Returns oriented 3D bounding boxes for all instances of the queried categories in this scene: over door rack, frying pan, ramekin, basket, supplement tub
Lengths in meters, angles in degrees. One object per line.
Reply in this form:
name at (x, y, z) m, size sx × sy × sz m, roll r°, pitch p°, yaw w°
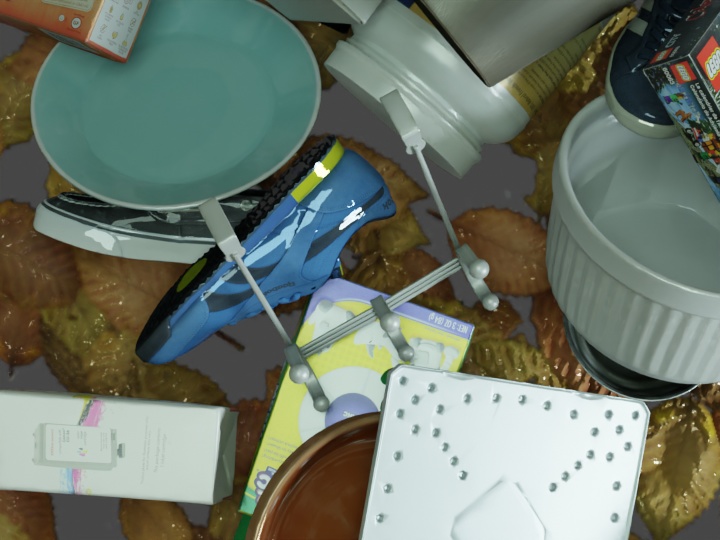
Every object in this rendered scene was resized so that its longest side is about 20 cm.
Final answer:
over door rack at (0.000, 0.000, 1.581) m, size 0.147 × 0.200 × 0.067 m, roll -30°, pitch 49°, yaw -2°
frying pan at (0.222, 0.016, 1.690) m, size 0.189 × 0.031 × 0.115 m, roll -32°, pitch 79°, yaw -18°
ramekin at (0.214, -0.019, 1.618) m, size 0.199 × 0.105 × 0.201 m, roll 7°, pitch 46°, yaw -7°
basket at (0.120, -0.218, 1.518) m, size 0.200 × 0.136 × 0.181 m, roll -41°, pitch 93°, yaw 3°
supplement tub at (0.083, -0.176, 1.652) m, size 0.144 × 0.144 × 0.200 m, roll 39°, pitch 89°, yaw 4°

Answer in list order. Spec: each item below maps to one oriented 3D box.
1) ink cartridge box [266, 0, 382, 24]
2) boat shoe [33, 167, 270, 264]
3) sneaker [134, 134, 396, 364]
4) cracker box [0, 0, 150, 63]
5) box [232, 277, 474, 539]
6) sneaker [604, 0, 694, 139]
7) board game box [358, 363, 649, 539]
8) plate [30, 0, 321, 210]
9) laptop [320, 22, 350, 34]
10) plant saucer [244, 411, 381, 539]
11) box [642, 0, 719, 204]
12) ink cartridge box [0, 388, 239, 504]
ink cartridge box at (0.005, -0.264, 1.638) m, size 0.084 × 0.144 × 0.200 m, roll 41°, pitch 81°, yaw -21°
boat shoe at (-0.121, -0.042, 1.684) m, size 0.198 × 0.072 × 0.068 m, roll 7°, pitch 102°, yaw 1°
sneaker at (-0.061, 0.004, 1.635) m, size 0.200 × 0.066 × 0.078 m, roll -43°, pitch 107°, yaw 3°
cracker box at (-0.189, -0.258, 1.691) m, size 0.133 × 0.058 × 0.201 m, roll 19°, pitch 87°, yaw 29°
box at (-0.008, 0.113, 1.688) m, size 0.117 × 0.048 × 0.201 m, roll 18°, pitch 89°, yaw 3°
sneaker at (0.217, -0.175, 1.630) m, size 0.075 × 0.085 × 0.201 m, roll 20°, pitch 52°, yaw 6°
board game box at (0.087, 0.172, 1.639) m, size 0.199 × 0.026 × 0.202 m, roll 10°, pitch 91°, yaw -25°
plate at (-0.125, -0.113, 1.681) m, size 0.199 × 0.026 × 0.201 m, roll -2°, pitch 52°, yaw 2°
laptop at (-0.080, -0.287, 1.734) m, size 0.199 × 0.103 × 0.178 m, roll 20°, pitch 87°, yaw 29°
plant saucer at (0.013, 0.192, 1.638) m, size 0.199 × 0.032 × 0.202 m, roll -3°, pitch 97°, yaw -24°
box at (0.264, -0.128, 1.577) m, size 0.038 × 0.200 × 0.137 m, roll -15°, pitch 116°, yaw 42°
ink cartridge box at (-0.188, 0.117, 1.661) m, size 0.198 × 0.116 × 0.068 m, roll 5°, pitch 87°, yaw 4°
